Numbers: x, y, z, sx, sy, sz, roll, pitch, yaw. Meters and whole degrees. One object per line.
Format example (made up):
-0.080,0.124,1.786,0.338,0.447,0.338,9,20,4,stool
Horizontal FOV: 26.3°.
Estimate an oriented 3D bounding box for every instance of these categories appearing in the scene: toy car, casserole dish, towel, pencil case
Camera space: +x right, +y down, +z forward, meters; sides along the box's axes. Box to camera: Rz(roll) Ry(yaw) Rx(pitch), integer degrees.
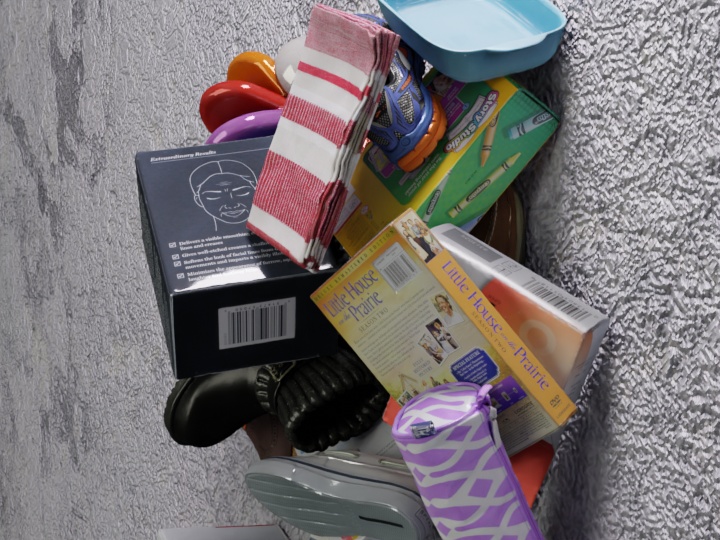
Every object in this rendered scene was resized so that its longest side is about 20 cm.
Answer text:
-0.092,-0.140,1.588,0.175,0.150,0.200,-51,44,50,toy car
0.089,-0.207,1.279,0.200,0.121,0.039,-128,28,-51,casserole dish
-0.037,-0.111,1.246,0.144,0.023,0.200,35,108,60,towel
0.096,0.177,1.177,0.200,0.085,0.084,65,-159,-20,pencil case

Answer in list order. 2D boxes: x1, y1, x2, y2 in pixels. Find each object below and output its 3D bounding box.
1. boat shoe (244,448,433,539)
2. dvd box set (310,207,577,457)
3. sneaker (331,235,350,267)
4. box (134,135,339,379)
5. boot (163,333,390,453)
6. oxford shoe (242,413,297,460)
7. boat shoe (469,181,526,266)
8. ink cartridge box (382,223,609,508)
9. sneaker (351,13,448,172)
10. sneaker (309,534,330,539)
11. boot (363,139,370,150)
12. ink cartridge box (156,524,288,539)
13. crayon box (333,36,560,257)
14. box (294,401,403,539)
-0.009,0.190,1.334,0.200,0.067,0.074,9,132,37,boat shoe
0.061,0.063,1.204,0.200,0.029,0.146,50,142,2,dvd box set
0.000,0.001,1.392,0.200,0.104,0.060,39,161,13,sneaker
-0.113,-0.016,1.381,0.200,0.148,0.107,-110,17,-45,box
-0.082,0.123,1.416,0.211,0.079,0.158,-44,44,11,boot
-0.109,0.140,1.536,0.071,0.072,0.200,116,145,-41,oxford shoe
0.085,0.016,1.304,0.076,0.074,0.201,30,112,60,boat shoe
0.092,0.085,1.237,0.162,0.050,0.200,32,118,26,ink cartridge box
0.013,-0.167,1.290,0.075,0.078,0.200,-44,37,13,sneaker
0.000,0.287,1.445,0.080,0.115,0.200,22,78,43,sneaker
0.019,-0.096,1.415,0.200,0.107,0.075,20,101,59,boot
-0.148,0.399,1.671,0.145,0.145,0.201,44,127,56,ink cartridge box
0.061,-0.086,1.289,0.200,0.058,0.119,-50,37,9,crayon box
0.013,0.147,1.407,0.156,0.041,0.200,-42,44,16,box
